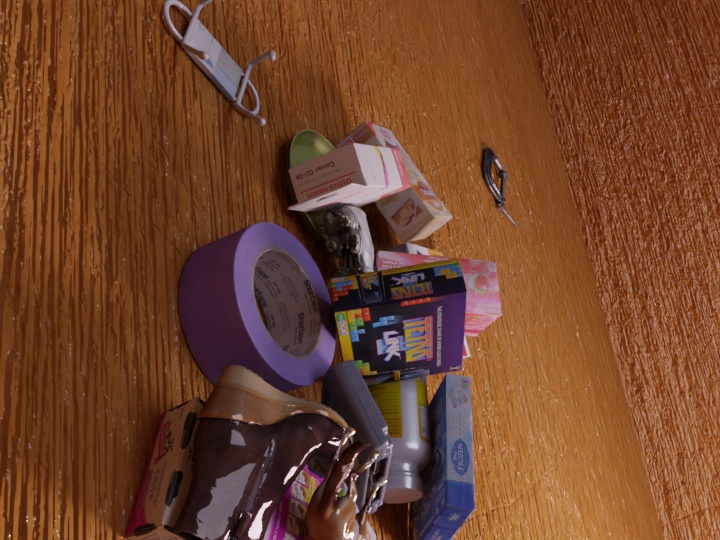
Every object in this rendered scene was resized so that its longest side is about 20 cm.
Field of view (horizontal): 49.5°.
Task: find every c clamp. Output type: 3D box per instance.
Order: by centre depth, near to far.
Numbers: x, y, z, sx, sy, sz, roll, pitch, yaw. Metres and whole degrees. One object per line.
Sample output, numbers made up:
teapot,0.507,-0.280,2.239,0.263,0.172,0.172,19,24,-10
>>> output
c clamp,0.382,-0.243,2.173,0.171,0.027,0.200,45,37,-32

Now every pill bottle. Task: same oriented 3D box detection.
pill bottle,0.047,0.221,1.111,0.104,0.104,0.200,40,39,-45

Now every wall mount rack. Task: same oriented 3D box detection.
wall mount rack,-0.181,-0.280,1.055,0.200,0.074,0.174,46,35,-38

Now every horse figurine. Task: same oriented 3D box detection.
horse figurine,-0.014,0.252,0.810,0.200,0.050,0.133,78,33,-44

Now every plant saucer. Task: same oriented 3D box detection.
plant saucer,-0.061,-0.121,1.224,0.200,0.031,0.200,41,38,-43

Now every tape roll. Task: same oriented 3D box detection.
tape roll,-0.118,0.050,0.936,0.200,0.085,0.200,42,37,-43

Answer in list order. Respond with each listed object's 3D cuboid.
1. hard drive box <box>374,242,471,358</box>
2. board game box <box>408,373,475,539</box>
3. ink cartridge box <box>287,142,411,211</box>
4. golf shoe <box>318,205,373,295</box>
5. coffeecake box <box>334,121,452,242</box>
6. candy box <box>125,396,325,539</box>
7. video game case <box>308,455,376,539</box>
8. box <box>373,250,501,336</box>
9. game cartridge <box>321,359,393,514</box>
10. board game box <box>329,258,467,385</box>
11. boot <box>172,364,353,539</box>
hard drive box,0.107,0.064,1.367,0.156,0.077,0.201,9,65,-60
board game box,0.113,0.286,1.126,0.200,0.043,0.199,108,-9,-49
ink cartridge box,-0.021,-0.135,1.144,0.200,0.116,0.068,-11,83,-64
golf shoe,0.000,0.000,1.170,0.097,0.078,0.201,-22,108,-61
coffeecake box,0.061,-0.151,1.354,0.200,0.073,0.153,55,17,7
candy box,-0.124,0.238,0.790,0.200,0.061,0.137,41,38,-31
video game case,-0.056,0.312,0.943,0.200,0.022,0.182,62,27,-15
box,0.109,0.038,1.229,0.199,0.103,0.095,5,64,-17
game cartridge,-0.009,0.201,0.953,0.200,0.040,0.134,94,-25,-51
board game box,0.052,0.075,1.023,0.200,0.165,0.057,82,0,-54
boot,-0.090,0.203,0.768,0.200,0.072,0.167,37,52,-40
